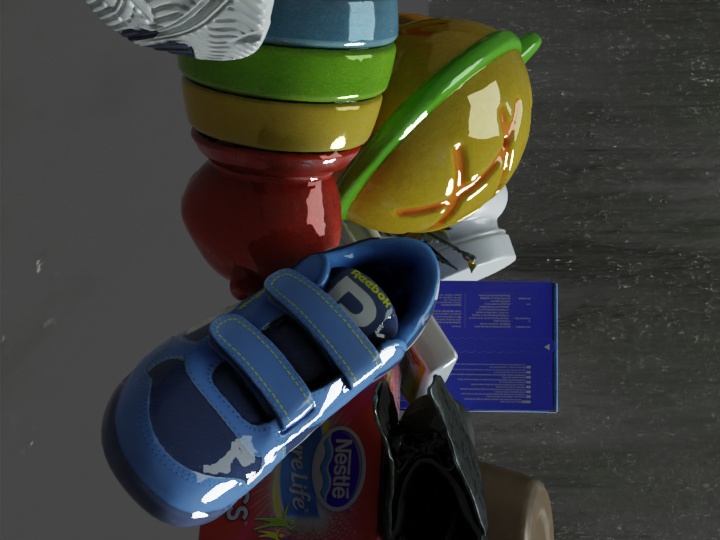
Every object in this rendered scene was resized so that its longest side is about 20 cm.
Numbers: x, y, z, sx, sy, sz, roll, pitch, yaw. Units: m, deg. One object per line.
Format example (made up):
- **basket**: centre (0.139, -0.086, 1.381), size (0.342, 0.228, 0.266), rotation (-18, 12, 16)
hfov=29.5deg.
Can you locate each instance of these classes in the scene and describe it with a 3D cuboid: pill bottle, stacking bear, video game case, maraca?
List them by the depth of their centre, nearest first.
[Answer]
- **stacking bear**: centre (-0.041, -0.088, 0.658), size (0.121, 0.113, 0.201), rotation (-42, 141, -66)
- **maraca**: centre (0.044, -0.084, 0.770), size (0.107, 0.137, 0.200), rotation (48, 26, 4)
- **video game case**: centre (0.000, 0.000, 0.887), size (0.183, 0.023, 0.200), rotation (58, -7, 10)
- **pill bottle**: centre (0.055, -0.087, 1.134), size (0.112, 0.112, 0.201), rotation (54, 16, -80)

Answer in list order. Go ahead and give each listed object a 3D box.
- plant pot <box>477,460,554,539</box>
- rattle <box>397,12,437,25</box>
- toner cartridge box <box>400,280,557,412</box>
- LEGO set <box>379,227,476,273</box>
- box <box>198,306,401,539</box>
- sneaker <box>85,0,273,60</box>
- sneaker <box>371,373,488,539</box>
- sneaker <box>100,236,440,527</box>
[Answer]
- **plant pot**: centre (0.033, 0.194, 0.894), size (0.200, 0.173, 0.202), rotation (0, 90, -73)
- **rattle**: centre (0.011, -0.246, 1.016), size (0.201, 0.142, 0.130), rotation (-77, 148, -40)
- **toner cartridge box**: centre (0.043, 0.056, 0.999), size (0.043, 0.199, 0.096), rotation (50, 41, -83)
- **LEGO set**: centre (0.004, -0.062, 0.990), size (0.116, 0.153, 0.200), rotation (-56, -165, -4)
- **box**: centre (-0.032, 0.128, 0.772), size (0.096, 0.099, 0.201), rotation (80, 12, -60)
- **sneaker**: centre (-0.068, -0.175, 0.504), size (0.199, 0.079, 0.130), rotation (57, 41, -61)
- **sneaker**: centre (0.040, 0.143, 0.728), size (0.104, 0.060, 0.201), rotation (-63, 146, -76)
- **sneaker**: centre (-0.033, 0.037, 0.593), size (0.074, 0.082, 0.200), rotation (51, 38, 2)
